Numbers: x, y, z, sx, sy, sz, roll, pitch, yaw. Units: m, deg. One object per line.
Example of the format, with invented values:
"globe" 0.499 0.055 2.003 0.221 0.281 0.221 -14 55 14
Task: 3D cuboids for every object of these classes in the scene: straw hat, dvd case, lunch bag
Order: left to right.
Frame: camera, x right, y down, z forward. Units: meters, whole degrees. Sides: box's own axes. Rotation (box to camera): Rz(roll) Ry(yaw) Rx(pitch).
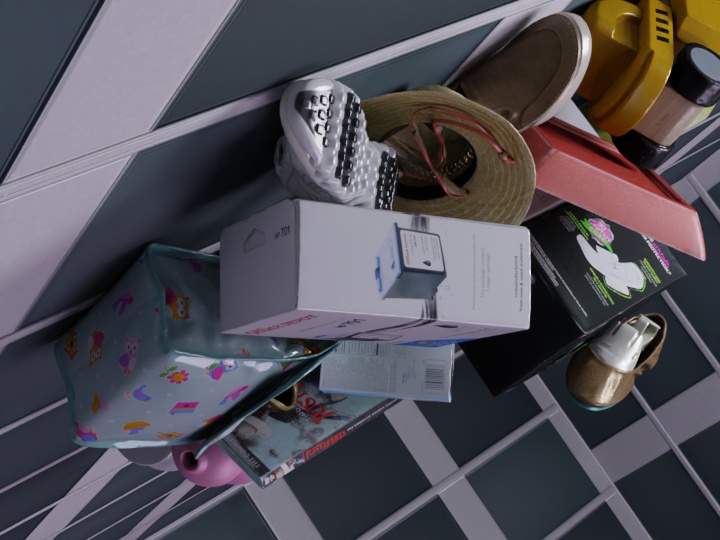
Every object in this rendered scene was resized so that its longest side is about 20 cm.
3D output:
"lunch bag" -0.128 0.074 1.190 0.200 0.122 0.170 11 142 -40
"dvd case" -0.062 0.122 1.413 0.200 0.146 0.022 -30 139 -26
"straw hat" 0.055 -0.103 1.164 0.201 0.201 0.085 -44 -152 46

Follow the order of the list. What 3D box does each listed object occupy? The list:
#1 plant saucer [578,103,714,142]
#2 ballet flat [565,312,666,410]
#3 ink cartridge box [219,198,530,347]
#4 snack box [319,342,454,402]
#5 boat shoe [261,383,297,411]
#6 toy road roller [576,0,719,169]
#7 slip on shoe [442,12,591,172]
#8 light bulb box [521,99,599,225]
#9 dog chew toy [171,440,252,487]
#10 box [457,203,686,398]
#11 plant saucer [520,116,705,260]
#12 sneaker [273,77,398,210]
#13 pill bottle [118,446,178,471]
"plant saucer" 0.299 -0.165 1.630 0.199 0.048 0.200 -29 -167 -33
"ballet flat" 0.264 0.080 1.419 0.200 0.068 0.072 -18 140 -58
"ink cartridge box" 0.009 0.007 1.087 0.200 0.086 0.146 4 170 -27
"snack box" 0.029 0.012 1.255 0.116 0.201 0.037 4 171 7
"boat shoe" -0.102 0.061 1.316 0.072 0.068 0.200 -50 148 -19
"toy road roller" 0.258 -0.210 1.340 0.123 0.146 0.200 -51 -161 40
"slip on shoe" 0.115 -0.152 1.231 0.061 0.076 0.200 1 151 -47
"light bulb box" 0.126 -0.075 1.475 0.198 0.125 0.200 -26 167 -42
"dog chew toy" -0.127 0.167 1.479 0.124 0.125 0.200 -39 174 28
"box" 0.202 0.017 1.434 0.200 0.124 0.149 -23 165 -45
"plant saucer" 0.214 -0.096 1.314 0.037 0.199 0.200 -62 -160 18
"sneaker" -0.031 -0.084 1.042 0.081 0.075 0.200 8 165 17
"pill bottle" -0.203 0.167 1.602 0.111 0.111 0.200 -37 170 13
